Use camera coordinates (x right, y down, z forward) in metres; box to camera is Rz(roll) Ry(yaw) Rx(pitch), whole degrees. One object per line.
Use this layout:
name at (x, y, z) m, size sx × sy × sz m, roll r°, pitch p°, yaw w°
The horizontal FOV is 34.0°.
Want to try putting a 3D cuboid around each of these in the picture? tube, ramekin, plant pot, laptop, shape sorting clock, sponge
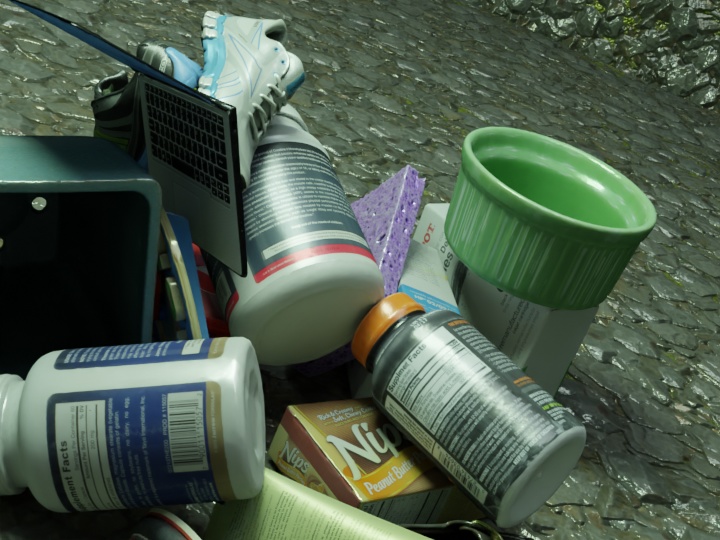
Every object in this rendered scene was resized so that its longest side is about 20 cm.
tube at (-0.018, 0.192, 0.828) m, size 0.197 × 0.053 × 0.058 m, roll 14°, pitch 41°, yaw 20°
ramekin at (0.177, -0.049, 1.144) m, size 0.197 × 0.099 × 0.201 m, roll 16°, pitch 27°, yaw -9°
plant pot at (-0.276, -0.014, 0.917) m, size 0.193 × 0.199 × 0.200 m, roll -2°, pitch 26°, yaw -23°
laptop at (-0.180, -0.104, 0.893) m, size 0.114 × 0.203 × 0.187 m, roll -14°, pitch 23°, yaw -27°
shape sorting clock at (-0.158, 0.030, 0.944) m, size 0.039 × 0.203 × 0.201 m, roll -9°, pitch 35°, yaw -19°
sponge at (0.000, 0.000, 1.135) m, size 0.030 × 0.111 × 0.202 m, roll 34°, pitch 51°, yaw -24°

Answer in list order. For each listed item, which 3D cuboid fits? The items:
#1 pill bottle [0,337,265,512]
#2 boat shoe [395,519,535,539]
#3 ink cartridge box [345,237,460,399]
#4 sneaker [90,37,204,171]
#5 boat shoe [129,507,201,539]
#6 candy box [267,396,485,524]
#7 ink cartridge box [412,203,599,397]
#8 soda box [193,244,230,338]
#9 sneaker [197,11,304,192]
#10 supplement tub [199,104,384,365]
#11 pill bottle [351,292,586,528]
pill bottle at (-0.169, 0.109, 0.818) m, size 0.196 × 0.113 × 0.111 m, roll -4°, pitch 26°, yaw 3°
boat shoe at (0.078, 0.227, 0.907) m, size 0.199 × 0.061 × 0.072 m, roll 3°, pitch 32°, yaw -36°
ink cartridge box at (0.034, 0.040, 1.168) m, size 0.067 × 0.116 × 0.201 m, roll 22°, pitch 24°, yaw -18°
sneaker at (-0.208, -0.131, 1.056) m, size 0.083 × 0.200 × 0.071 m, roll 44°, pitch 38°, yaw 0°
boat shoe at (-0.099, 0.227, 0.760) m, size 0.062 × 0.072 × 0.199 m, roll -40°, pitch 47°, yaw -19°
candy box at (0.034, 0.163, 1.003) m, size 0.198 × 0.056 × 0.115 m, roll -1°, pitch 35°, yaw -41°
ink cartridge box at (0.128, 0.042, 1.217) m, size 0.083 × 0.148 × 0.200 m, roll -3°, pitch 34°, yaw -41°
soda box at (-0.150, 0.020, 1.125) m, size 0.069 × 0.064 × 0.201 m, roll 15°, pitch 27°, yaw -16°
sneaker at (-0.088, -0.147, 0.972) m, size 0.085 × 0.076 × 0.202 m, roll -5°, pitch 52°, yaw 1°
supplement tub at (-0.073, -0.034, 1.025) m, size 0.139 × 0.141 × 0.202 m, roll 1°, pitch 53°, yaw -38°
pill bottle at (0.080, 0.105, 0.965) m, size 0.105 × 0.107 × 0.200 m, roll -9°, pitch 44°, yaw -49°
